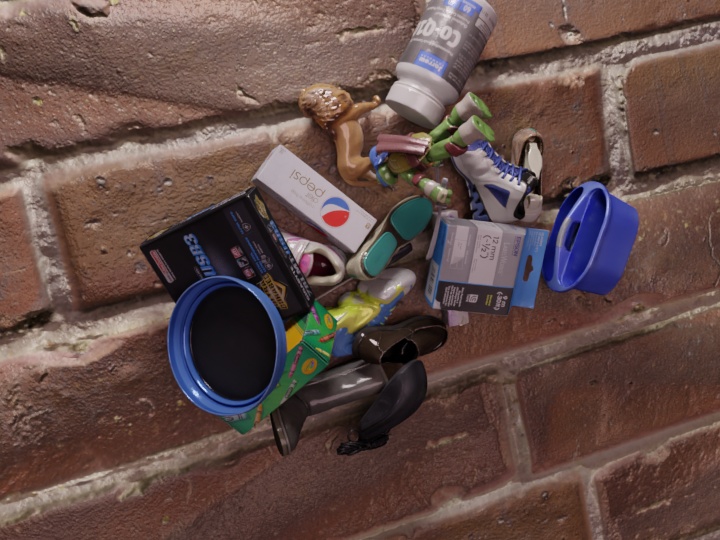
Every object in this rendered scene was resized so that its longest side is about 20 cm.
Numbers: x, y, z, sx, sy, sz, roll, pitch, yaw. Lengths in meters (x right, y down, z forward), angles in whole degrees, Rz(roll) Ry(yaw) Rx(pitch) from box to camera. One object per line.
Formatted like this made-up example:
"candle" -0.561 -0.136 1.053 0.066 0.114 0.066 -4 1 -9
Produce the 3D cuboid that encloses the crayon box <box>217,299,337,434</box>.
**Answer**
"crayon box" -0.127 0.149 1.072 0.058 0.119 0.200 42 113 -16

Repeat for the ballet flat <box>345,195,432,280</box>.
"ballet flat" 0.044 -0.058 1.160 0.200 0.062 0.068 -45 111 -31

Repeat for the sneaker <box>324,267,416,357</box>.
"sneaker" 0.014 0.077 1.182 0.199 0.076 0.106 -28 122 -9

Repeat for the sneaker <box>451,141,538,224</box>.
"sneaker" 0.231 -0.163 1.160 0.081 0.115 0.201 -46 119 -49

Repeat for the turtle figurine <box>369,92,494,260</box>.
"turtle figurine" 0.133 -0.163 1.082 0.194 0.144 0.201 -36 90 33

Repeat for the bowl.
"bowl" -0.193 0.108 1.010 0.199 0.039 0.202 2 93 27

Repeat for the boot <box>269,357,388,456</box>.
"boot" -0.049 0.211 1.127 0.198 0.182 0.073 -8 119 -9

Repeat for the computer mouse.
"computer mouse" 0.055 0.237 1.151 0.053 0.138 0.201 43 112 26

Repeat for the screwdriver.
"screwdriver" 0.000 0.000 1.177 0.199 0.028 0.029 -25 98 -11

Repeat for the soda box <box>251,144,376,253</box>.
"soda box" -0.075 -0.112 1.123 0.200 0.064 0.068 37 82 -15

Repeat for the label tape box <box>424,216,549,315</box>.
"label tape box" 0.218 -0.004 1.159 0.198 0.066 0.144 7 106 -8

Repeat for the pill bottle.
"pill bottle" 0.126 -0.339 1.117 0.113 0.114 0.201 27 90 -16

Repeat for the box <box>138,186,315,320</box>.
"box" -0.200 0.002 1.055 0.197 0.050 0.201 -22 109 16

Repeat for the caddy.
"caddy" 0.389 -0.052 1.211 0.104 0.141 0.201 18 93 -19

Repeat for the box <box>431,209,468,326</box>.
"box" 0.156 -0.004 1.211 0.038 0.041 0.202 -10 99 -11

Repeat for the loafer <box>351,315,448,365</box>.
"loafer" 0.079 0.129 1.166 0.199 0.071 0.073 -8 123 -37

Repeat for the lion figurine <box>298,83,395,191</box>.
"lion figurine" -0.018 -0.208 1.117 0.122 0.072 0.201 -21 95 -25

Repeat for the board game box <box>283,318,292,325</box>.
"board game box" -0.189 0.050 1.124 0.157 0.039 0.201 -8 113 12

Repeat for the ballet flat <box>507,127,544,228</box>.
"ballet flat" 0.288 -0.146 1.209 0.067 0.067 0.202 -4 99 -13

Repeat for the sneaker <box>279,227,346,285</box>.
"sneaker" -0.109 -0.023 1.117 0.198 0.088 0.082 10 96 -15
